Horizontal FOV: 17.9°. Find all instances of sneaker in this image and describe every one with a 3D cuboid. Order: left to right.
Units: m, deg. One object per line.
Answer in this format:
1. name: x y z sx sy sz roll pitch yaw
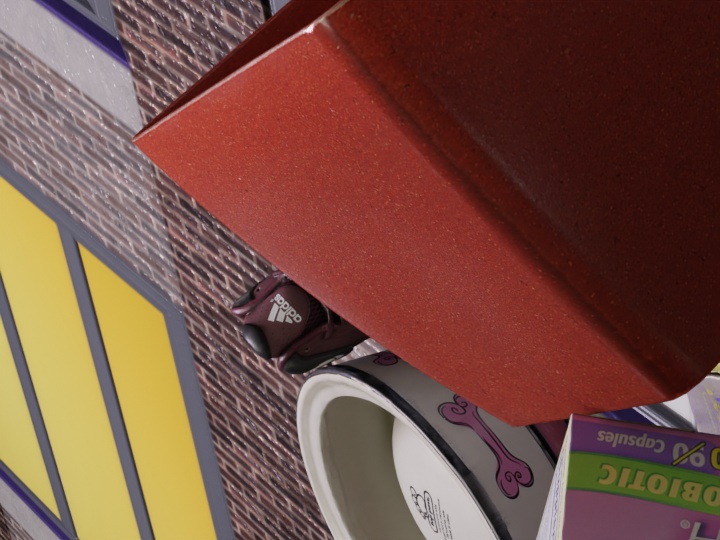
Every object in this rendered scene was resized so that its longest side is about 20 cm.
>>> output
1. sneaker: 0.000 0.000 1.084 0.076 0.115 0.200 53 156 14

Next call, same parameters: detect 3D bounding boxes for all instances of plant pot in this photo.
1. plant pot: 0.070 -0.056 0.811 0.176 0.200 0.200 51 157 -9

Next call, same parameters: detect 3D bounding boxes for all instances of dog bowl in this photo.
1. dog bowl: 0.054 0.122 1.170 0.200 0.074 0.200 45 153 31

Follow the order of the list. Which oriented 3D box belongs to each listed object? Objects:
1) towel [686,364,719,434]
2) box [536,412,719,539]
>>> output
1. towel: 0.209 0.108 0.912 0.200 0.023 0.144 22 135 55
2. box: 0.144 0.156 0.835 0.175 0.097 0.200 8 144 2
